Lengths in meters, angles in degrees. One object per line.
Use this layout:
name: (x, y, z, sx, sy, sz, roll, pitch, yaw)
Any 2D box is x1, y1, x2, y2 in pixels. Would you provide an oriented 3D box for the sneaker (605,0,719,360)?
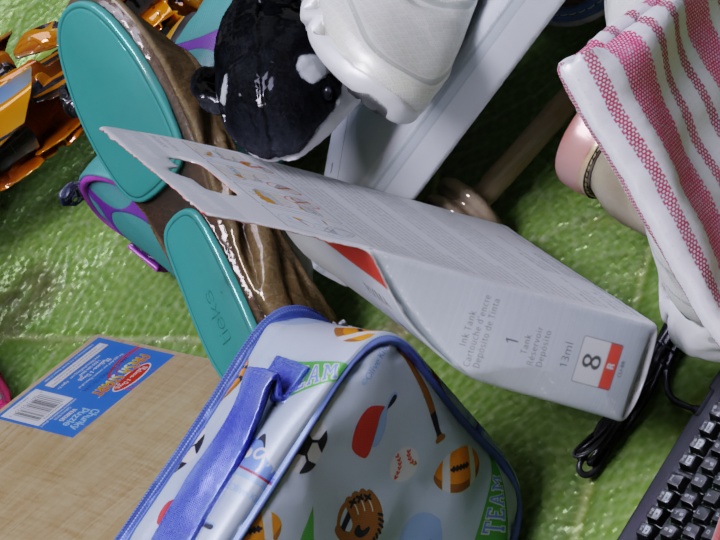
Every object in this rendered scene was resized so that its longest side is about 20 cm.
sneaker: (0.137, -0.068, 1.133, 0.075, 0.081, 0.201, -16, 63, 15)

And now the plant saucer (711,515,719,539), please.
plant saucer: (0.206, 0.148, 0.998, 0.199, 0.037, 0.201, 3, 58, 36)

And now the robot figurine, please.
robot figurine: (-0.165, -0.097, 1.444, 0.200, 0.058, 0.145, -34, 21, -3)

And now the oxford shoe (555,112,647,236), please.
oxford shoe: (0.177, -0.092, 1.219, 0.200, 0.071, 0.074, -47, 63, -2)

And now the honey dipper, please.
honey dipper: (0.087, -0.070, 1.278, 0.200, 0.038, 0.038, -48, 42, -10)

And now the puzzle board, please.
puzzle board: (-0.110, 0.092, 1.220, 0.150, 0.017, 0.200, 11, 31, 29)

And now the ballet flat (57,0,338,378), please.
ballet flat: (-0.067, -0.041, 1.274, 0.072, 0.201, 0.068, -22, -11, -43)

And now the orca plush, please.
orca plush: (-0.018, -0.126, 1.238, 0.105, 0.071, 0.200, 4, 33, 29)

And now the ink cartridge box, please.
ink cartridge box: (0.000, 0.000, 1.141, 0.162, 0.199, 0.050, -143, 66, -65)

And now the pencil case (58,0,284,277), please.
pencil case: (-0.057, -0.091, 1.368, 0.200, 0.085, 0.092, -56, 2, -17)

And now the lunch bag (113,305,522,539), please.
lunch bag: (-0.027, 0.116, 1.112, 0.075, 0.160, 0.201, 15, 66, 43)

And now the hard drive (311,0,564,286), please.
hard drive: (0.042, -0.102, 1.257, 0.200, 0.027, 0.132, -52, 17, 34)

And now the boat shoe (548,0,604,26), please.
boat shoe: (0.071, -0.182, 1.345, 0.072, 0.072, 0.200, -41, 36, 0)

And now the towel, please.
towel: (0.167, -0.057, 1.075, 0.030, 0.147, 0.200, -29, 6, 46)

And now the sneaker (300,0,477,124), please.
sneaker: (0.029, -0.146, 1.197, 0.081, 0.075, 0.201, -38, 27, 40)

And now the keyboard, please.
keyboard: (0.147, 0.058, 1.137, 0.127, 0.021, 0.200, 17, 66, 44)

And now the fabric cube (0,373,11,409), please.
fabric cube: (-0.325, 0.022, 1.392, 0.200, 0.196, 0.199, -40, 40, 2)
